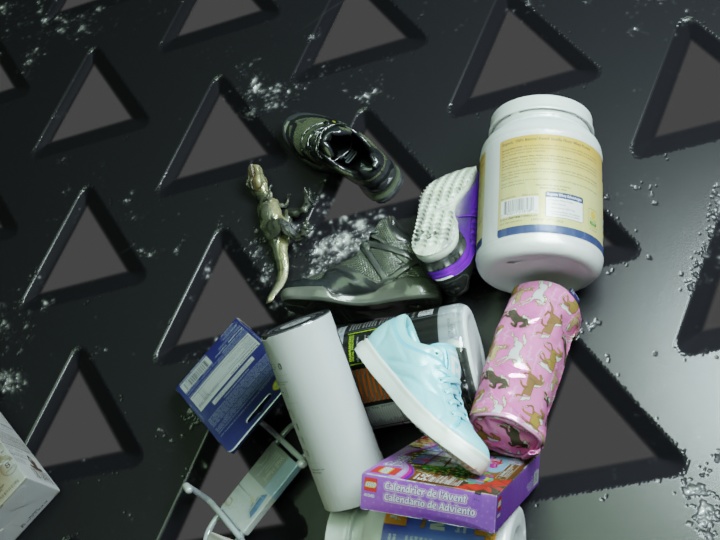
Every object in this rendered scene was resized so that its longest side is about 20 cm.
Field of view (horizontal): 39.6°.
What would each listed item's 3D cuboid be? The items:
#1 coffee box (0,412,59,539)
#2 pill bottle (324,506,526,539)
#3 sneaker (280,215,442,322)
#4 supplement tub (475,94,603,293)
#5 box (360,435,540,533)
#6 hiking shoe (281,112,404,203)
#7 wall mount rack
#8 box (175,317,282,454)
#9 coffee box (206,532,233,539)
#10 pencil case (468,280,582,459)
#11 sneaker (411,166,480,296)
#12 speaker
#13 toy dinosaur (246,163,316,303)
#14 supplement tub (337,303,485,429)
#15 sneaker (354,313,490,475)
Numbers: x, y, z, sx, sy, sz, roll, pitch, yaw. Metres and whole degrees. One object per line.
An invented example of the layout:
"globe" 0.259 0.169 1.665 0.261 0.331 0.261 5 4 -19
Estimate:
"coffee box" -0.498 0.252 1.293 0.114 0.080 0.200 -47 60 -6
"pill bottle" 0.067 0.291 1.053 0.198 0.112 0.113 2 67 20
"sneaker" 0.000 0.000 1.234 0.198 0.076 0.115 -8 62 13
"supplement tub" 0.207 -0.086 1.156 0.143 0.144 0.201 -3 66 19
"box" 0.098 0.214 1.030 0.136 0.200 0.039 4 93 21
"hiking shoe" -0.032 -0.168 1.305 0.199 0.101 0.076 31 79 28
"wall mount rack" -0.121 0.246 1.140 0.200 0.075 0.173 -52 34 -8
"box" -0.144 0.140 1.195 0.121 0.032 0.200 -49 30 -6
"coffee box" -0.063 0.343 1.013 0.113 0.199 0.080 -4 60 60
"pencil case" 0.180 0.105 1.083 0.086 0.083 0.201 5 48 28
"sneaker" 0.117 -0.042 1.211 0.069 0.100 0.201 -16 31 29
"speaker" -0.035 0.149 1.057 0.081 0.081 0.201 -19 94 10
"toy dinosaur" -0.100 -0.060 1.313 0.088 0.047 0.201 -26 60 24
"supplement tub" 0.038 0.114 1.139 0.199 0.123 0.123 -12 63 14
"sneaker" 0.075 0.115 1.007 0.082 0.074 0.200 -45 56 2
